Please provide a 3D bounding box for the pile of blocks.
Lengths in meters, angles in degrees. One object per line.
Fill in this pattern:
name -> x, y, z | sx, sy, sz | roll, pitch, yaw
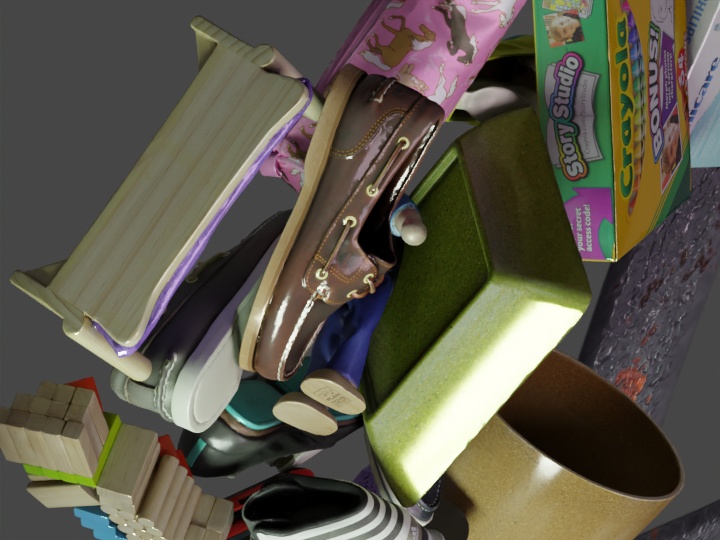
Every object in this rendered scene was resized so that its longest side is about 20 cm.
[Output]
pile of blocks -> -0.147, 0.121, 1.523 | 0.200, 0.082, 0.062 | 50, 49, -39

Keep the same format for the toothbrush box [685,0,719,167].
toothbrush box -> 0.259, -0.158, 1.849 | 0.200, 0.085, 0.147 | -7, 124, -53

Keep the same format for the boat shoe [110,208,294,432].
boat shoe -> -0.083, 0.020, 1.537 | 0.202, 0.060, 0.072 | -54, 152, -46

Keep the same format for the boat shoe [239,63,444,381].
boat shoe -> -0.012, -0.019, 1.469 | 0.070, 0.070, 0.200 | -49, 161, -68

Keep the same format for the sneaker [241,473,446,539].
sneaker -> -0.054, 0.182, 1.594 | 0.115, 0.200, 0.076 | 43, 36, -29

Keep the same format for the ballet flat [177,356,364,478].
ballet flat -> -0.060, 0.099, 1.647 | 0.068, 0.068, 0.200 | -53, 158, 22

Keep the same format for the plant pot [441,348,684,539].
plant pot -> 0.103, 0.178, 1.805 | 0.186, 0.186, 0.200 | -2, 129, -54

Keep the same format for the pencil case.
pencil case -> 0.021, -0.123, 1.546 | 0.200, 0.086, 0.083 | -56, 173, -5

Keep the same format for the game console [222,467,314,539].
game console -> -0.119, 0.216, 1.663 | 0.200, 0.031, 0.177 | -21, 152, -38

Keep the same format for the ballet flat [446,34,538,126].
ballet flat -> 0.095, -0.120, 1.667 | 0.200, 0.067, 0.067 | -4, 118, -54

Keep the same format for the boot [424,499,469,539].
boot -> -0.006, 0.245, 1.774 | 0.186, 0.064, 0.200 | -23, 153, -7

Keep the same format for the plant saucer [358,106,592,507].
plant saucer -> 0.051, 0.014, 1.584 | 0.048, 0.200, 0.200 | 23, 123, -27

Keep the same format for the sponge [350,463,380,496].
sponge -> 0.016, 0.188, 1.869 | 0.200, 0.030, 0.112 | -46, 146, -16

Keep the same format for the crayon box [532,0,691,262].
crayon box -> 0.171, -0.124, 1.675 | 0.173, 0.058, 0.200 | -36, 125, -62

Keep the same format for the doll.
doll -> 0.000, 0.000, 1.580 | 0.136, 0.048, 0.200 | -40, -149, 53

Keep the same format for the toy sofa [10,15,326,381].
toy sofa -> -0.098, -0.036, 1.440 | 0.200, 0.098, 0.083 | -56, 149, -5

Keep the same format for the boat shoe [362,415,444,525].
boat shoe -> 0.047, 0.073, 1.689 | 0.075, 0.062, 0.200 | 31, 59, -51
